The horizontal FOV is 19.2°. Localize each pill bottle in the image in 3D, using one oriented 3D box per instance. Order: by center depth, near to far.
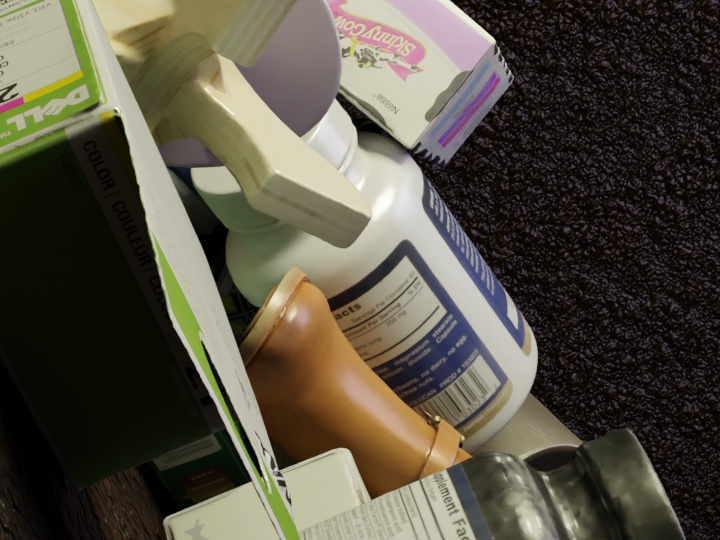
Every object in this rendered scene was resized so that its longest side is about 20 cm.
[{"bbox_3d":[0.032,0.140,0.843,0.112,0.199,0.112,158,-90,-89],"label":"pill bottle"},{"bbox_3d":[0.000,0.000,1.089,0.200,0.111,0.111,53,6,-33],"label":"pill bottle"}]

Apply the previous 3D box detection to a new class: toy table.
[{"bbox_3d":[-0.087,-0.080,0.848,0.184,0.199,0.117,-64,-153,28],"label":"toy table"}]

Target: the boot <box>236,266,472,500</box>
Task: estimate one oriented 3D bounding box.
[{"bbox_3d":[0.012,0.085,0.999,0.155,0.077,0.200,32,-23,15],"label":"boot"}]

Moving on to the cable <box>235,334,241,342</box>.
[{"bbox_3d":[-0.085,0.016,1.383,0.200,0.069,0.201,-72,140,-70],"label":"cable"}]

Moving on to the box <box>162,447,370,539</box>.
[{"bbox_3d":[-0.015,0.178,0.998,0.200,0.095,0.078,66,3,-51],"label":"box"}]

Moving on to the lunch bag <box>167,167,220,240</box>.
[{"bbox_3d":[-0.119,-0.101,1.170,0.136,0.132,0.200,47,6,-25],"label":"lunch bag"}]

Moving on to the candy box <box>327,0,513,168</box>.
[{"bbox_3d":[-0.005,-0.138,1.139,0.168,0.072,0.200,40,5,5],"label":"candy box"}]

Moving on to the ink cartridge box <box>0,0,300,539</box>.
[{"bbox_3d":[-0.088,0.014,0.697,0.200,0.075,0.148,-113,-179,-49],"label":"ink cartridge box"}]

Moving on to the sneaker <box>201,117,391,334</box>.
[{"bbox_3d":[-0.046,0.001,1.186,0.076,0.200,0.076,46,29,-15],"label":"sneaker"}]

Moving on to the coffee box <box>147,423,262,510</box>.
[{"bbox_3d":[-0.094,0.058,1.073,0.200,0.044,0.123,69,0,-64],"label":"coffee box"}]

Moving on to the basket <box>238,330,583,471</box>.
[{"bbox_3d":[0.042,0.102,1.262,0.200,0.136,0.180,39,-9,43],"label":"basket"}]

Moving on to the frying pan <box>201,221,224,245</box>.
[{"bbox_3d":[-0.089,-0.055,1.256,0.190,0.115,0.031,16,-39,54],"label":"frying pan"}]
